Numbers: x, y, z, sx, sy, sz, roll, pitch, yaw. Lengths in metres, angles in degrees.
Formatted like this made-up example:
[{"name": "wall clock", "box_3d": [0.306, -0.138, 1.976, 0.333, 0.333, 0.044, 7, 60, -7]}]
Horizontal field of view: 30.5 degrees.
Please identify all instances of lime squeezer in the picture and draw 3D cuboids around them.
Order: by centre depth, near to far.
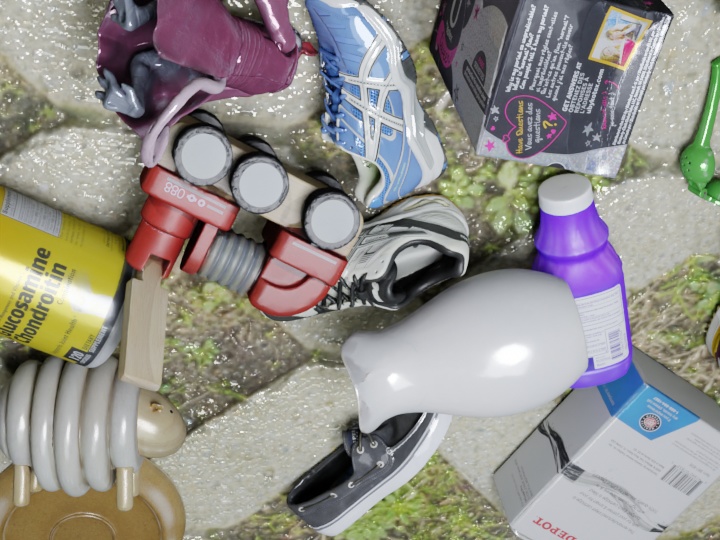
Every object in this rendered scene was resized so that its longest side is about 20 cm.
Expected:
[{"name": "lime squeezer", "box_3d": [0.320, -0.088, 1.171, 0.071, 0.038, 0.201, -43, 123, -20]}]

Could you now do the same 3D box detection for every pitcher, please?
[{"name": "pitcher", "box_3d": [0.085, 0.066, 1.143, 0.198, 0.172, 0.123, -14, 101, 0]}]

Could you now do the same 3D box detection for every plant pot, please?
[{"name": "plant pot", "box_3d": [-0.269, 0.254, 1.280, 0.198, 0.028, 0.202, -5, 122, -7]}]

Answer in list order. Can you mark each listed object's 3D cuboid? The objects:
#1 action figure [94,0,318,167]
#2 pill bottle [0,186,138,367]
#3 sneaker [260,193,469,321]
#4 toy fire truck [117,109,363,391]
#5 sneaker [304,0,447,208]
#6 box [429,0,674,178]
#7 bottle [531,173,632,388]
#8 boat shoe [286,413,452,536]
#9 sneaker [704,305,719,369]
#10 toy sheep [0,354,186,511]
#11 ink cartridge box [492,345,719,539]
[{"name": "action figure", "box_3d": [-0.096, -0.166, 0.980, 0.199, 0.149, 0.134, -2, 138, -47]}, {"name": "pill bottle", "box_3d": [-0.284, -0.004, 1.069, 0.198, 0.112, 0.113, 23, 115, -22]}, {"name": "sneaker", "box_3d": [0.000, 0.000, 1.134, 0.198, 0.088, 0.076, -24, 124, 7]}, {"name": "toy fire truck", "box_3d": [-0.111, -0.002, 1.054, 0.175, 0.129, 0.201, 26, 99, -16]}, {"name": "sneaker", "box_3d": [0.002, -0.136, 1.047, 0.077, 0.076, 0.201, -37, 121, -15]}, {"name": "box", "box_3d": [0.131, -0.175, 0.981, 0.113, 0.201, 0.133, 9, 120, -12]}, {"name": "bottle", "box_3d": [0.195, 0.011, 1.184, 0.083, 0.066, 0.202, -13, 122, 3]}, {"name": "boat shoe", "box_3d": [0.004, 0.174, 1.257, 0.066, 0.070, 0.200, 33, 119, -27]}, {"name": "sneaker", "box_3d": [0.374, 0.030, 1.198, 0.074, 0.091, 0.201, -10, 132, -10]}, {"name": "toy sheep", "box_3d": [-0.251, 0.136, 1.151, 0.197, 0.138, 0.139, 2, 121, -4]}, {"name": "ink cartridge box", "box_3d": [0.249, 0.189, 1.291, 0.144, 0.084, 0.200, 32, 111, -24]}]
